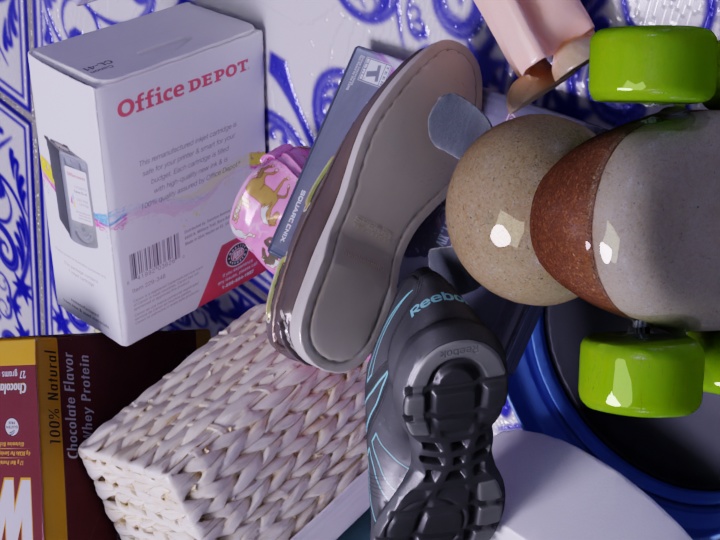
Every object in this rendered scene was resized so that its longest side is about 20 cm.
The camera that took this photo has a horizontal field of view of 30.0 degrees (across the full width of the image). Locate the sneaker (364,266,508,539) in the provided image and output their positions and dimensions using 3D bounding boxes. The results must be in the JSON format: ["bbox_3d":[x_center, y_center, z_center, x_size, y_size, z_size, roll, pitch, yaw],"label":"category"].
[{"bbox_3d":[0.039,0.088,0.729,0.079,0.075,0.200,-113,24,-48],"label":"sneaker"}]

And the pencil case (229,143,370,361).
[{"bbox_3d":[0.000,0.000,0.881,0.200,0.083,0.087,40,99,26],"label":"pencil case"}]

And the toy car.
[{"bbox_3d":[0.107,-0.029,0.662,0.200,0.157,0.165,7,98,49],"label":"toy car"}]

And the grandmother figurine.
[{"bbox_3d":[0.060,-0.190,0.714,0.121,0.061,0.200,-34,89,42],"label":"grandmother figurine"}]

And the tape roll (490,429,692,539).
[{"bbox_3d":[0.128,0.194,0.821,0.202,0.071,0.203,37,154,22],"label":"tape roll"}]

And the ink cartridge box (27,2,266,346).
[{"bbox_3d":[-0.144,-0.071,0.947,0.085,0.147,0.201,25,129,36],"label":"ink cartridge box"}]

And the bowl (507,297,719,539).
[{"bbox_3d":[0.163,0.057,0.763,0.200,0.039,0.201,27,130,36],"label":"bowl"}]

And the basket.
[{"bbox_3d":[-0.076,0.125,0.932,0.135,0.200,0.124,5,127,49],"label":"basket"}]

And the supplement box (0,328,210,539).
[{"bbox_3d":[-0.218,0.146,0.999,0.132,0.200,0.198,-4,88,29],"label":"supplement box"}]

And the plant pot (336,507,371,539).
[{"bbox_3d":[-0.018,0.258,0.968,0.199,0.135,0.201,9,111,25],"label":"plant pot"}]

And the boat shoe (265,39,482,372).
[{"bbox_3d":[0.005,-0.040,0.756,0.072,0.201,0.059,29,169,-31],"label":"boat shoe"}]

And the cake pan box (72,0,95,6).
[{"bbox_3d":[-0.203,-0.317,0.941,0.200,0.052,0.184,57,140,5],"label":"cake pan box"}]

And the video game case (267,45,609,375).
[{"bbox_3d":[0.040,-0.042,0.786,0.200,0.019,0.143,26,94,42],"label":"video game case"}]

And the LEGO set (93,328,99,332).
[{"bbox_3d":[-0.197,0.148,1.171,0.153,0.116,0.201,17,98,29],"label":"LEGO set"}]
